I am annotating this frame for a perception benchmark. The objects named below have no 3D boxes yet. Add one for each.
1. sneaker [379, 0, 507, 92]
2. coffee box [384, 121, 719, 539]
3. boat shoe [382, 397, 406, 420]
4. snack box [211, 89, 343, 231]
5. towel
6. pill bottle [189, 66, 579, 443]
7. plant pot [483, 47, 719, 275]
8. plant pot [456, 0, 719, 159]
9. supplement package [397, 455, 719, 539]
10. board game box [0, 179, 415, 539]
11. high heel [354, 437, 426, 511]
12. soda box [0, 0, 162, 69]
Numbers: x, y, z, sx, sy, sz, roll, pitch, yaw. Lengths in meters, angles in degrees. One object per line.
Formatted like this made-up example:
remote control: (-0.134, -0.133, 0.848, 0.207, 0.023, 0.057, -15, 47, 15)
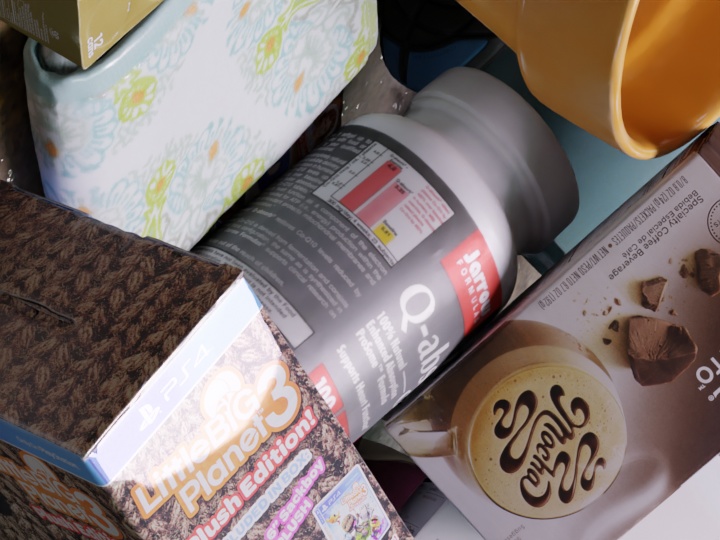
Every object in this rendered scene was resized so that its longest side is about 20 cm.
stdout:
sneaker: (0.083, -0.166, 1.415, 0.200, 0.073, 0.082, -56, 158, -6)
coffee box: (0.125, 0.042, 1.331, 0.200, 0.113, 0.080, -42, 180, 18)
boat shoe: (0.015, 0.020, 1.482, 0.200, 0.074, 0.093, 44, 43, -74)
snack box: (-0.043, -0.007, 1.410, 0.072, 0.024, 0.201, -40, 150, -34)
towel: (-0.065, -0.092, 1.238, 0.200, 0.048, 0.172, -47, 153, -27)
pill bottle: (0.000, 0.000, 1.326, 0.200, 0.116, 0.116, -40, 151, -22)
plant pot: (0.146, -0.068, 1.515, 0.161, 0.201, 0.201, -44, 155, -5)
plant pot: (0.095, -0.179, 1.284, 0.200, 0.183, 0.201, -44, 152, -31)
supplement package: (0.108, 0.171, 1.471, 0.200, 0.191, 0.147, -49, -178, -5)
board game box: (-0.086, 0.079, 1.181, 0.097, 0.159, 0.200, -49, 132, -21)
high heel: (-0.005, 0.134, 1.599, 0.096, 0.067, 0.200, -62, 144, -19)
soda box: (-0.107, -0.174, 1.036, 0.068, 0.064, 0.201, -44, 153, -32)
